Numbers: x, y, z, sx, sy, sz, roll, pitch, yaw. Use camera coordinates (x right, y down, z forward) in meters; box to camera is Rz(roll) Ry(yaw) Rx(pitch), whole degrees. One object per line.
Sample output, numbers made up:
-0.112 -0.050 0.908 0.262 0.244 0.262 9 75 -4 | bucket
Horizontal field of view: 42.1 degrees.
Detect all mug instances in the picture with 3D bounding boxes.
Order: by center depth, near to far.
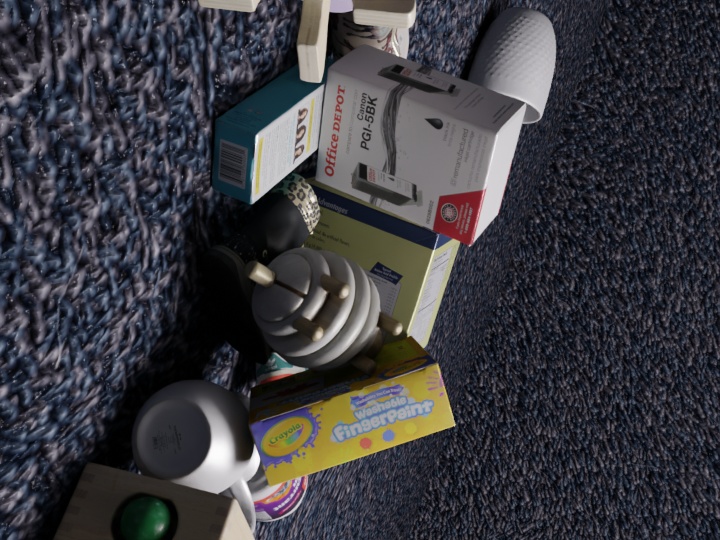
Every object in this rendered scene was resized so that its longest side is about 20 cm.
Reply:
0.270 -0.373 1.714 0.200 0.147 0.176 172 -64 -74 | mug

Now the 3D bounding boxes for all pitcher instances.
-0.160 0.206 1.003 0.200 0.121 0.172 53 18 -76 | pitcher

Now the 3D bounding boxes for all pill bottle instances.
-0.131 0.272 1.252 0.112 0.111 0.200 -62 163 -20 | pill bottle

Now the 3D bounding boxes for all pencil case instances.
0.008 -0.294 1.023 0.078 0.089 0.200 -60 163 -29 | pencil case

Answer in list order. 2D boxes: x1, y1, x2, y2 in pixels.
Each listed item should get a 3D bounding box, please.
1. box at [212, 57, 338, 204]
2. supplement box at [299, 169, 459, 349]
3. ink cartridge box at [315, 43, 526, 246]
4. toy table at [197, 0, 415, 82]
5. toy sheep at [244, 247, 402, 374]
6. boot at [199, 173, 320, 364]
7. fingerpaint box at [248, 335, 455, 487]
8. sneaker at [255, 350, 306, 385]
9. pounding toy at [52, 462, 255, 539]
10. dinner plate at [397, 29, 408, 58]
-0.080 -0.154 0.983 0.200 0.049 0.082 -49 155 -49 | box
0.000 0.000 1.168 0.134 0.199 0.200 -30 139 -66 | supplement box
0.059 -0.136 1.008 0.083 0.200 0.147 -45 152 -46 | ink cartridge box
-0.039 -0.265 0.795 0.200 0.183 0.117 66 30 -57 | toy table
-0.044 0.040 0.969 0.200 0.138 0.138 42 67 -41 | toy sheep
-0.100 0.002 1.061 0.154 0.073 0.204 -53 155 -29 | boot
-0.015 0.147 1.010 0.167 0.199 0.074 -142 -146 -82 | fingerpaint box
-0.098 0.128 1.248 0.200 0.070 0.094 -65 140 -83 | sneaker
-0.219 0.283 0.905 0.200 0.183 0.143 85 19 -57 | pounding toy
0.027 -0.267 1.235 0.200 0.024 0.201 21 90 -75 | dinner plate
